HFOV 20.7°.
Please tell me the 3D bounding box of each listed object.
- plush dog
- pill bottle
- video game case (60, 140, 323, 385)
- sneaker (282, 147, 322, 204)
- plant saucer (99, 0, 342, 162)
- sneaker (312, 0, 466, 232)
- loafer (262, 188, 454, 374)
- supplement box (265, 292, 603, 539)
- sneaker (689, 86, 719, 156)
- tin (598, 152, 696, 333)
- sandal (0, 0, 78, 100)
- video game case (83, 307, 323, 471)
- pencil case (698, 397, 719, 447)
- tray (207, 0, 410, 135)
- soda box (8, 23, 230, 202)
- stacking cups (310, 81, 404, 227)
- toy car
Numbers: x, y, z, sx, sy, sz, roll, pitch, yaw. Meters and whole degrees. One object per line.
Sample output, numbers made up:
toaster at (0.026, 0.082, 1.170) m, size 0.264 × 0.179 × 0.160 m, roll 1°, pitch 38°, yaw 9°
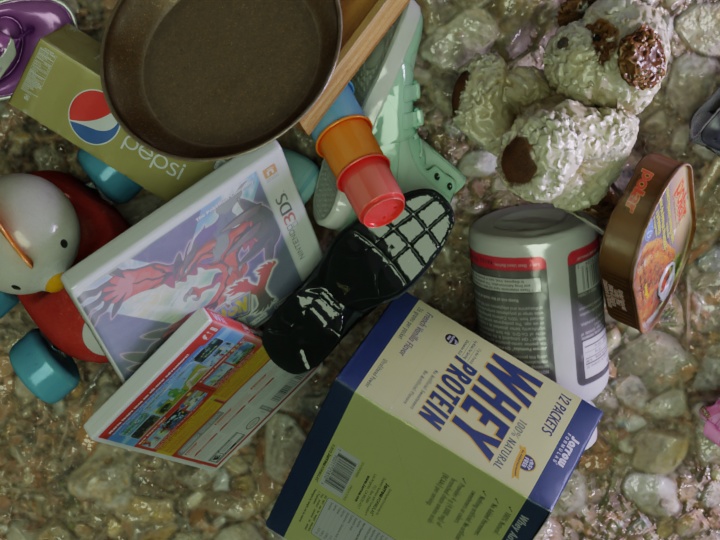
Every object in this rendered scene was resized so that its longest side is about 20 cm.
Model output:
plush dog at (0.187, -0.141, 1.591) m, size 0.159 × 0.200 × 0.173 m, roll 25°, pitch 106°, yaw -25°
pill bottle at (0.154, 0.053, 1.679) m, size 0.109 × 0.111 × 0.202 m, roll -6°, pitch 107°, yaw 0°
video game case at (-0.126, 0.005, 1.584) m, size 0.199 × 0.023 × 0.183 m, roll -35°, pitch 145°, yaw -10°
sneaker at (-0.085, -0.006, 1.674) m, size 0.081 × 0.074 × 0.202 m, roll 20°, pitch 106°, yaw -4°
plant saucer at (-0.105, -0.170, 1.538) m, size 0.198 × 0.037 × 0.202 m, roll -6°, pitch 68°, yaw 14°
sneaker at (0.040, -0.122, 1.652) m, size 0.117 × 0.074 × 0.202 m, roll 15°, pitch 94°, yaw -28°
loafer at (0.000, 0.000, 1.626) m, size 0.200 × 0.072 × 0.073 m, roll -40°, pitch 94°, yaw 19°
supplement box at (0.059, 0.166, 1.638) m, size 0.199 × 0.134 × 0.201 m, roll 31°, pitch 132°, yaw 6°
sneaker at (0.329, -0.084, 1.664) m, size 0.113 × 0.076 × 0.202 m, roll 8°, pitch 101°, yaw -3°
tin at (0.238, -0.023, 1.626) m, size 0.042 × 0.200 × 0.112 m, roll 27°, pitch 74°, yaw 21°
sandal at (-0.329, -0.169, 1.628) m, size 0.201 × 0.050 × 0.083 m, roll -17°, pitch 109°, yaw 2°
video game case at (-0.128, 0.104, 1.661) m, size 0.143 × 0.200 × 0.017 m, roll -44°, pitch 63°, yaw 11°
pencil case at (0.386, 0.085, 1.712) m, size 0.086 × 0.083 × 0.200 m, roll 39°, pitch 103°, yaw -13°
tray at (-0.022, -0.215, 1.572) m, size 0.098 × 0.037 × 0.201 m, roll 33°, pitch 81°, yaw 24°
soda box at (-0.179, -0.117, 1.597) m, size 0.199 × 0.068 × 0.064 m, roll 33°, pitch 112°, yaw 2°
stacking cups at (-0.025, -0.123, 1.581) m, size 0.060 × 0.201 × 0.061 m, roll -19°, pitch 149°, yaw -12°
toy car at (-0.251, -0.011, 1.581) m, size 0.184 × 0.200 × 0.177 m, roll -40°, pitch 76°, yaw 7°
